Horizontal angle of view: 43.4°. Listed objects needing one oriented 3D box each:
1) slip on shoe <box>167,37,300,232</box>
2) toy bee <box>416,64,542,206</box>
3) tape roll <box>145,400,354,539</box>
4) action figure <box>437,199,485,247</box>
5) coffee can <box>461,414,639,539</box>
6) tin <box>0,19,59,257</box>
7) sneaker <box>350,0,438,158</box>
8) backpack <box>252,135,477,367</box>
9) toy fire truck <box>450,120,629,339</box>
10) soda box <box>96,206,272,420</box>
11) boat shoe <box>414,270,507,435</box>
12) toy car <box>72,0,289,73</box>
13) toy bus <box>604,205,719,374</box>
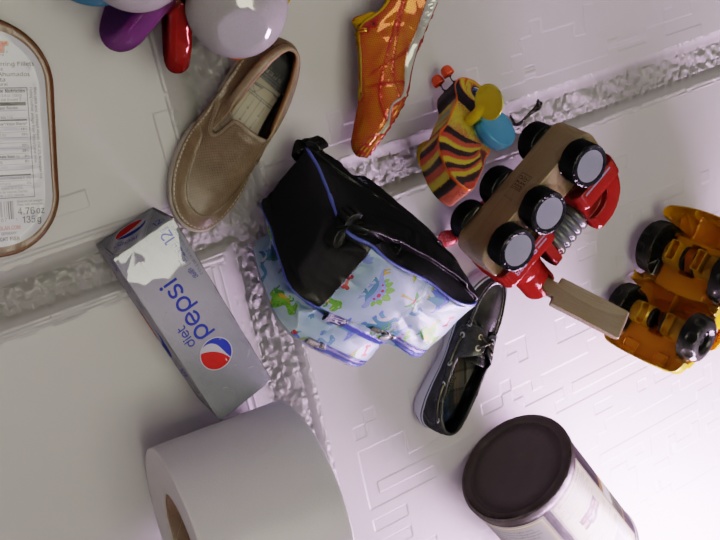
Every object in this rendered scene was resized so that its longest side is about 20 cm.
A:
[{"bbox_3d":[-0.115,-0.127,0.851,0.076,0.060,0.201,33,86,-32],"label":"slip on shoe"},{"bbox_3d":[0.104,-0.155,0.956,0.109,0.200,0.131,45,116,-4],"label":"toy bee"},{"bbox_3d":[-0.109,0.243,0.874,0.138,0.202,0.205,-18,112,-25],"label":"tape roll"},{"bbox_3d":[0.178,-0.064,1.043,0.198,0.052,0.066,-20,107,-19],"label":"action figure"},{"bbox_3d":[0.236,0.296,1.117,0.146,0.146,0.200,-46,121,-11],"label":"coffee can"},{"bbox_3d":[-0.311,-0.110,0.759,0.111,0.042,0.202,-8,107,-32],"label":"tin"},{"bbox_3d":[0.019,-0.213,0.912,0.076,0.073,0.202,16,92,-10],"label":"sneaker"},{"bbox_3d":[0.000,0.000,0.888,0.199,0.184,0.147,28,112,-36],"label":"backpack"},{"bbox_3d":[0.227,-0.033,0.991,0.176,0.129,0.200,-49,129,-3],"label":"toy fire truck"},{"bbox_3d":[-0.166,0.043,0.866,0.068,0.063,0.201,-37,119,-17],"label":"soda box"},{"bbox_3d":[0.128,0.098,1.053,0.068,0.057,0.201,22,92,-32],"label":"boat shoe"},{"bbox_3d":[-0.163,-0.242,0.754,0.199,0.176,0.150,18,131,-32],"label":"toy car"},{"bbox_3d":[0.435,0.042,1.185,0.191,0.135,0.201,26,92,-48],"label":"toy bus"}]
